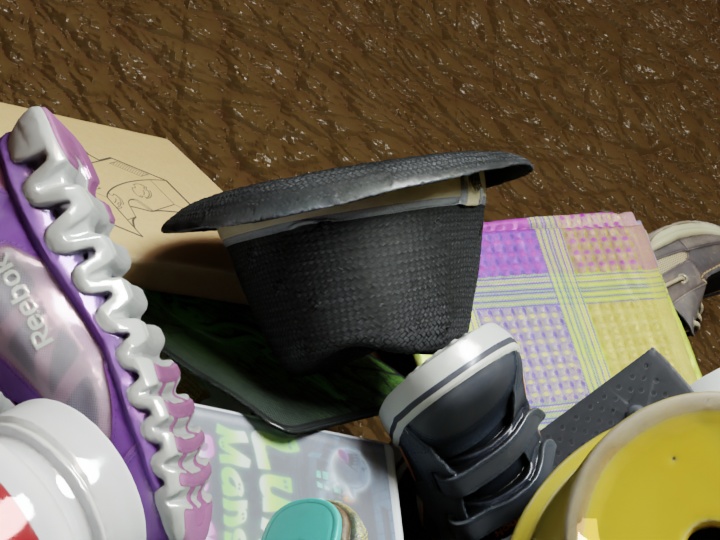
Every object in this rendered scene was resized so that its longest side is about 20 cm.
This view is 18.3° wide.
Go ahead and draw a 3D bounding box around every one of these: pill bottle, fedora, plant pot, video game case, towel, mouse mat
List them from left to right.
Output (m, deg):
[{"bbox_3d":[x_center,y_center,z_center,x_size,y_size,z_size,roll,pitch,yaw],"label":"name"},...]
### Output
[{"bbox_3d":[-0.177,0.127,0.840,0.112,0.112,0.200,45,44,13],"label":"pill bottle"},{"bbox_3d":[-0.075,0.021,1.121,0.199,0.008,0.161,32,17,21],"label":"mouse mat"},{"bbox_3d":[-0.053,0.154,0.982,0.181,0.023,0.201,14,54,-32],"label":"video game case"},{"bbox_3d":[0.000,0.000,1.079,0.200,0.200,0.092,-8,88,-49],"label":"fedora"},{"bbox_3d":[0.109,0.037,1.286,0.199,0.023,0.144,-5,67,-31],"label":"towel"},{"bbox_3d":[0.157,0.146,1.010,0.201,0.200,0.189,51,-7,22],"label":"plant pot"}]

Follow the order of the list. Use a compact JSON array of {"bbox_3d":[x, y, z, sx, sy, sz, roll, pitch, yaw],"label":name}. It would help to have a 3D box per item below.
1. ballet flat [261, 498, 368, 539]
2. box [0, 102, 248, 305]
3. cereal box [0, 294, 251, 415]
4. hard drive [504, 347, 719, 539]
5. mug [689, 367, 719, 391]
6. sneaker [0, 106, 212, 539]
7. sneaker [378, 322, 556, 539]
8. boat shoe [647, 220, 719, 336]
[{"bbox_3d":[-0.034,0.186,0.921,0.070,0.071,0.201,30,49,-10],"label":"ballet flat"},{"bbox_3d":[-0.139,-0.038,1.150,0.199,0.021,0.163,11,24,-44],"label":"box"},{"bbox_3d":[-0.116,0.078,1.061,0.143,0.040,0.201,18,37,-29],"label":"cereal box"},{"bbox_3d":[0.160,0.155,1.154,0.201,0.135,0.042,58,12,28],"label":"hard drive"},{"bbox_3d":[0.223,0.155,1.219,0.198,0.148,0.176,-3,54,-5],"label":"mug"},{"bbox_3d":[-0.128,0.036,0.944,0.081,0.088,0.201,63,3,-80],"label":"sneaker"},{"bbox_3d":[0.058,0.088,1.101,0.080,0.078,0.200,54,-9,14],"label":"sneaker"},{"bbox_3d":[0.174,0.022,1.400,0.199,0.075,0.074,-11,65,-39],"label":"boat shoe"}]
